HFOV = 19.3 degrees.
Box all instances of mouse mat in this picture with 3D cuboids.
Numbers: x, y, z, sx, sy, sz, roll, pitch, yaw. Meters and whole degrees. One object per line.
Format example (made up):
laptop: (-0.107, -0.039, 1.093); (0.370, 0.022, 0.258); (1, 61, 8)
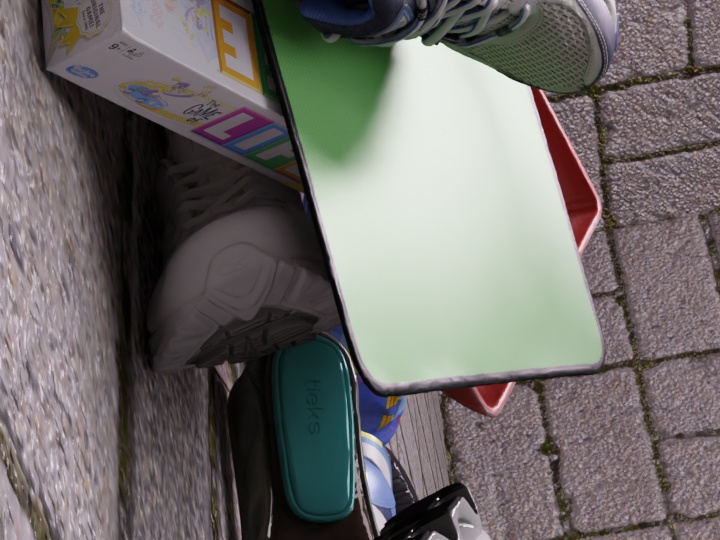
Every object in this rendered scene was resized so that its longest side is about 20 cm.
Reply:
mouse mat: (0.030, -0.035, 0.792); (0.199, 0.007, 0.162); (0, 72, -58)

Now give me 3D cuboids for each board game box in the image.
board game box: (-0.038, -0.104, 0.763); (0.199, 0.034, 0.136); (24, 53, -52)

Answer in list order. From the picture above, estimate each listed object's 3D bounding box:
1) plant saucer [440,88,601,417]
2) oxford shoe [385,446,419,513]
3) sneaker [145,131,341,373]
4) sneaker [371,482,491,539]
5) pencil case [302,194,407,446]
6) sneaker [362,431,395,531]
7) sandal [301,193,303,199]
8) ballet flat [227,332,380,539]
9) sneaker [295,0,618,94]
plant saucer: (0.024, -0.062, 0.911); (0.201, 0.036, 0.200); (60, 30, -16)
oxford shoe: (0.003, 0.196, 1.203); (0.084, 0.072, 0.202); (149, -66, -76)
sneaker: (-0.054, -0.016, 0.813); (0.200, 0.077, 0.100); (126, -53, -85)
sneaker: (0.016, 0.160, 0.828); (0.089, 0.074, 0.200); (60, 32, -3)
pencil case: (0.000, 0.000, 1.055); (0.078, 0.086, 0.201); (-118, -147, -45)
sneaker: (0.000, 0.180, 1.085); (0.082, 0.073, 0.201); (-90, 163, -58)
sandal: (-0.031, -0.029, 1.223); (0.050, 0.082, 0.204); (-41, 138, -33)
ballet flat: (-0.024, 0.124, 0.928); (0.064, 0.067, 0.202); (132, -41, -55)
sneaker: (0.012, -0.107, 0.738); (0.199, 0.077, 0.086); (31, 47, -29)
